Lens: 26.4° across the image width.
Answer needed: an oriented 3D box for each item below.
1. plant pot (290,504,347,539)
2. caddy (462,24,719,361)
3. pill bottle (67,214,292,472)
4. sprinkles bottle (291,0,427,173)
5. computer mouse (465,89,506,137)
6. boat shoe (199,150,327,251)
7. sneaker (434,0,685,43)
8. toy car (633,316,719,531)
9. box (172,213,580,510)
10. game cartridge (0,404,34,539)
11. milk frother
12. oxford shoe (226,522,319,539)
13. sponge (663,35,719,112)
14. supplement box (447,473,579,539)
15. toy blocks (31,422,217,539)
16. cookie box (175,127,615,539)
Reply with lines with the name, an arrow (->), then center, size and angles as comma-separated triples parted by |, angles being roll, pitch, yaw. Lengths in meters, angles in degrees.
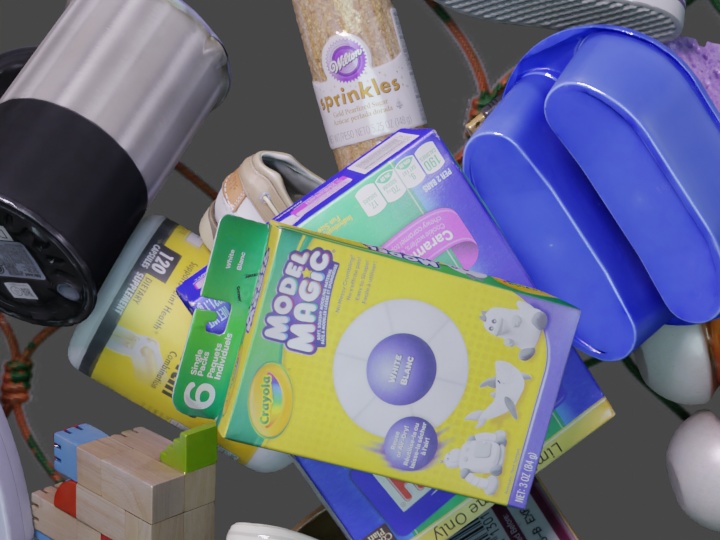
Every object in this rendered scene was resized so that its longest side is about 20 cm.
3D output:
plant pot -> 0.020, 0.208, 0.996 | 0.199, 0.028, 0.201 | -9, 122, -14
caddy -> 0.155, -0.046, 0.911 | 0.141, 0.105, 0.200 | -28, 98, 41
pill bottle -> -0.076, 0.058, 0.976 | 0.199, 0.112, 0.112 | 30, 93, -4
sprinkles bottle -> -0.001, -0.134, 0.987 | 0.068, 0.068, 0.201 | -16, 95, -1
computer mouse -> 0.107, -0.036, 1.008 | 0.200, 0.046, 0.141 | -42, 95, 1
boat shoe -> 0.000, 0.000, 0.947 | 0.199, 0.075, 0.068 | 30, 125, -10
sneaker -> 0.114, -0.219, 0.983 | 0.199, 0.073, 0.115 | 12, 73, -10
toy car -> 0.278, 0.076, 0.971 | 0.174, 0.150, 0.201 | -16, 95, -1
box -> 0.007, 0.047, 0.821 | 0.199, 0.048, 0.118 | 14, 93, -11
game cartridge -> -0.285, 0.133, 0.994 | 0.133, 0.040, 0.201 | -15, 95, 14
milk frother -> -0.199, -0.107, 0.893 | 0.180, 0.200, 0.189 | 15, 54, 15
oxford shoe -> -0.012, 0.214, 0.924 | 0.200, 0.075, 0.058 | 48, 56, -36
sponge -> 0.262, -0.087, 0.994 | 0.199, 0.030, 0.112 | 12, 64, -2
supplement box -> 0.115, 0.230, 0.947 | 0.103, 0.131, 0.200 | -31, 125, -1
toy blocks -> -0.156, 0.176, 0.979 | 0.100, 0.136, 0.201 | -15, 115, -44
cookie box -> 0.020, 0.047, 0.886 | 0.171, 0.075, 0.200 | -36, 103, -6
